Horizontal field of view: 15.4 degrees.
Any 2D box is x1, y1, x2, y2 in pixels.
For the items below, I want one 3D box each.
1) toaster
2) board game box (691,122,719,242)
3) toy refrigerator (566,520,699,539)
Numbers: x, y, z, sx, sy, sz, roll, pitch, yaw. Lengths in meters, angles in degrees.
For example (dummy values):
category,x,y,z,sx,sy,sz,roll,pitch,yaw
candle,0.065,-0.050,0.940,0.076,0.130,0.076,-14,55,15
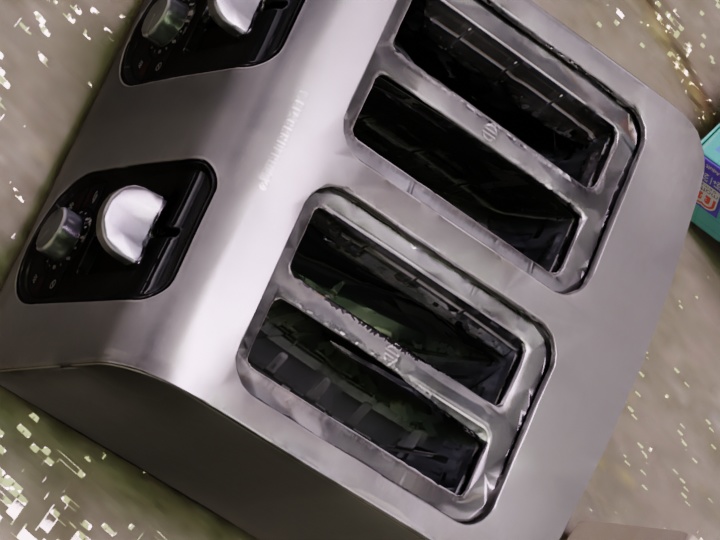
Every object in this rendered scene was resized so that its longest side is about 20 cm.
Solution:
category,x,y,z,sx,sy,sz,roll,pitch,yaw
toaster,0.000,0.000,0.872,0.199,0.118,0.182,34,70,-24
board game box,0.242,-0.022,1.000,0.200,0.045,0.152,39,63,17
toy refrigerator,0.063,0.189,0.922,0.076,0.070,0.200,47,65,-26
